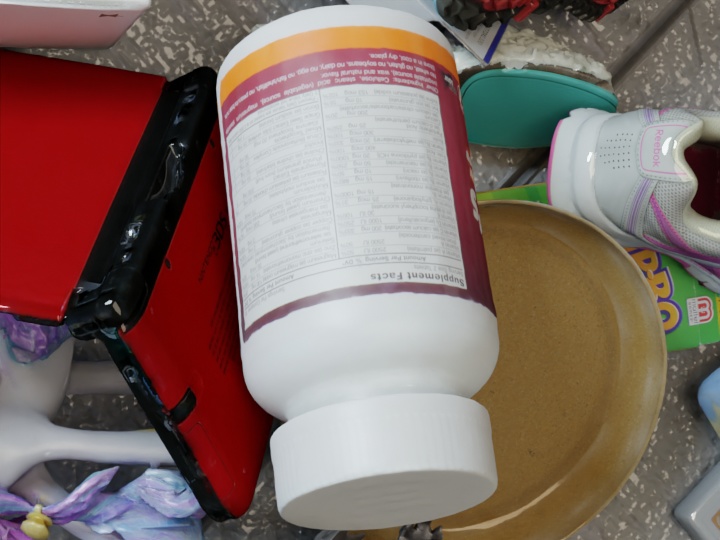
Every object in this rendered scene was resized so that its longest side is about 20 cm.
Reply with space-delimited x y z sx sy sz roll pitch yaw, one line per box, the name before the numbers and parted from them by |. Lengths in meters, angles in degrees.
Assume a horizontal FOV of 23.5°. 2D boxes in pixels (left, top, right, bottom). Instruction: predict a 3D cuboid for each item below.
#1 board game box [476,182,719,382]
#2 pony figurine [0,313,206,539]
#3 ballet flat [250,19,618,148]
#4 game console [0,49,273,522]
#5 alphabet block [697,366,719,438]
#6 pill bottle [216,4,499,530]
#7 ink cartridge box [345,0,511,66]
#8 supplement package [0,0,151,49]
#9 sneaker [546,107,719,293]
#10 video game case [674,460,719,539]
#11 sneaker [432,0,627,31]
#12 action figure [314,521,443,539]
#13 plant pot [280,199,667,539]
board game box | 0.093 0.003 0.890 0.197 0.030 0.097 -8 94 -14
pony figurine | -0.160 0.073 0.765 0.198 0.167 0.195 14 55 -13
ballet flat | 0.034 -0.101 0.854 0.198 0.072 0.073 -2 91 -19
game console | -0.117 -0.001 0.757 0.117 0.201 0.173 -17 119 18
alphabet block | 0.322 0.090 0.855 0.196 0.195 0.201 -36 98 -12
pill bottle | 0.000 0.000 0.732 0.108 0.110 0.202 -1 68 -17
ink cartridge box | -0.006 -0.182 0.828 0.200 0.037 0.095 41 41 -12
supplement package | -0.156 -0.206 0.761 0.116 0.117 0.203 1 87 -18
sneaker | 0.191 -0.031 0.857 0.198 0.088 0.082 9 84 -33
video game case | 0.294 0.143 0.956 0.182 0.023 0.200 -43 102 -12
sneaker | 0.093 -0.179 0.838 0.199 0.079 0.096 -12 69 -49
action figure | 0.019 0.180 0.784 0.199 0.070 0.131 28 72 20
plant pot | 0.054 0.057 0.851 0.197 0.028 0.202 -6 112 -14
